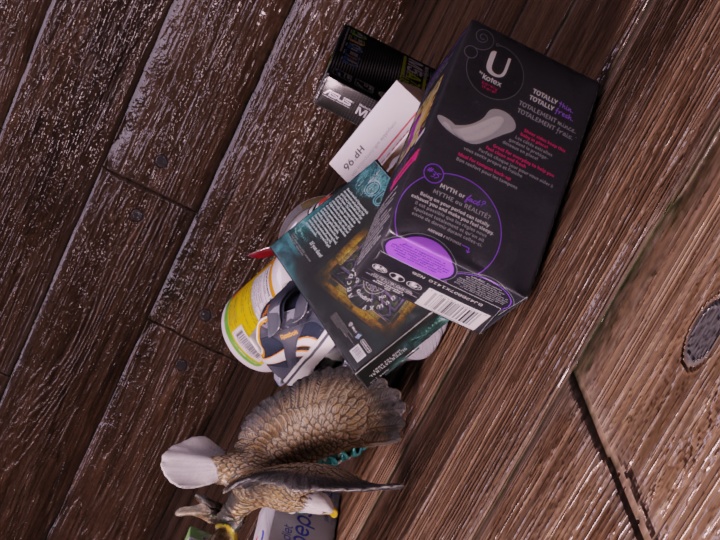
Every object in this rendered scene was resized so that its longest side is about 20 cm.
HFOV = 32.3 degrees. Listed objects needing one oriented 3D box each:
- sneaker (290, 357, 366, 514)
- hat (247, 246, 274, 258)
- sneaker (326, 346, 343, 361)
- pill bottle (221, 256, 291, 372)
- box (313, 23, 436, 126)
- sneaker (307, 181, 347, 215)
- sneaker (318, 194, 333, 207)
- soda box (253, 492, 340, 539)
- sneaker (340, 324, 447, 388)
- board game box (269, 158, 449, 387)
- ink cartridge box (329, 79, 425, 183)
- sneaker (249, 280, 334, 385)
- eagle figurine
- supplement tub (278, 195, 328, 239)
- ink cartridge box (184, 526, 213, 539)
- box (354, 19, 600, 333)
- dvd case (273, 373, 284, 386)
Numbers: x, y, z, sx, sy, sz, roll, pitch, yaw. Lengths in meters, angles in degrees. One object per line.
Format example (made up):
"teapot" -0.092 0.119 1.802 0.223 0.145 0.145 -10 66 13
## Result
"sneaker" -0.030 0.162 1.241 0.201 0.079 0.078 -68 -3 -50
"hat" -0.009 -0.086 1.539 0.201 0.175 0.166 -67 8 -17
"sneaker" -0.035 0.124 1.460 0.081 0.070 0.200 -60 5 -34
"pill bottle" -0.076 0.035 1.507 0.200 0.111 0.112 -39 24 44
"box" 0.048 -0.208 1.491 0.200 0.192 0.048 -76 12 -61
"sneaker" 0.029 -0.065 1.448 0.200 0.116 0.076 -38 5 -42
"sneaker" 0.000 0.000 1.290 0.201 0.074 0.085 71 -171 -48
"soda box" -0.068 0.277 1.187 0.064 0.068 0.200 -62 8 23
"sneaker" 0.029 0.055 1.200 0.201 0.075 0.114 -60 8 30
"board game box" 0.011 -0.003 1.121 0.135 0.028 0.200 -38 44 2
"ink cartridge box" 0.046 -0.129 1.305 0.116 0.068 0.200 -50 -18 15
"sneaker" -0.053 0.045 1.219 0.079 0.079 0.200 -53 3 -42
"eagle figurine" -0.060 0.177 1.098 0.200 0.152 0.150 -42 -25 25
"supplement tub" -0.043 -0.029 1.733 0.145 0.143 0.200 -64 7 5
"ink cartridge box" -0.142 0.345 1.283 0.200 0.116 0.068 -127 62 -83
"box" 0.092 -0.072 0.985 0.201 0.121 0.106 -67 7 -22
"dvd case" -0.039 0.083 1.453 0.142 0.018 0.200 -34 -6 -9
